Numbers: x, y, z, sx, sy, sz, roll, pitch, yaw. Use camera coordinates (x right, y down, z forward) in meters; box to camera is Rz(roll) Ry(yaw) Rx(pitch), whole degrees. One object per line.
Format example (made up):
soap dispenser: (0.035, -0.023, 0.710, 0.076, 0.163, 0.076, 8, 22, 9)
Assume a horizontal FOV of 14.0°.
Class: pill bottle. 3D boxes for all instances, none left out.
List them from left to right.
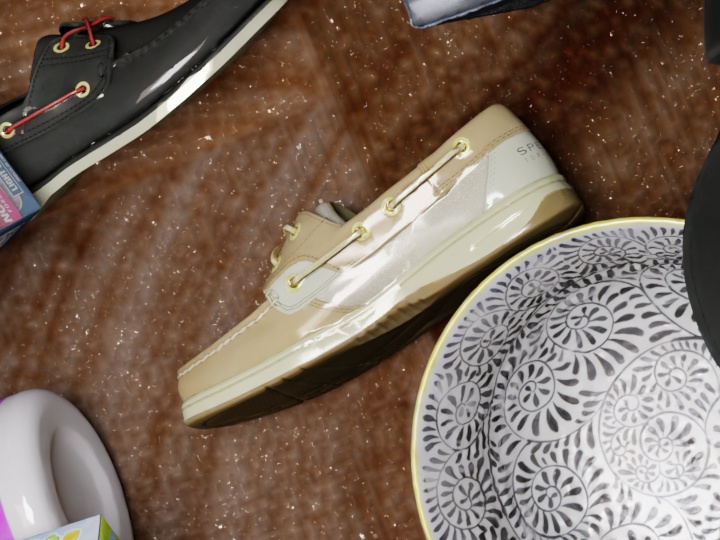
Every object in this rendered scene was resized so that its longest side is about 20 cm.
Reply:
pill bottle: (-0.208, 0.132, 1.306, 0.199, 0.104, 0.105, -21, 91, 15)

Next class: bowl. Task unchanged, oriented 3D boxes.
bowl: (0.128, 0.073, 1.222, 0.199, 0.094, 0.202, 2, 97, 14)

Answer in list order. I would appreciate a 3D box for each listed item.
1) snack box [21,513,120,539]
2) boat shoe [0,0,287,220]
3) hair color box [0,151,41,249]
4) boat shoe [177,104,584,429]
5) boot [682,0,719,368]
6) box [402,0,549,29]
snack box: (-0.141, 0.209, 1.265, 0.168, 0.068, 0.200, -18, 133, 14)
boat shoe: (-0.118, -0.077, 1.274, 0.201, 0.074, 0.063, -34, 96, 20)
hair color box: (-0.235, -0.006, 1.280, 0.100, 0.060, 0.200, 53, 130, 3)
boat shoe: (0.000, 0.000, 1.262, 0.199, 0.074, 0.067, -31, 76, 14)
boot: (0.214, -0.046, 1.148, 0.069, 0.173, 0.201, -2, 83, 53)
box: (0.063, -0.210, 1.150, 0.123, 0.197, 0.201, -20, 91, 15)
